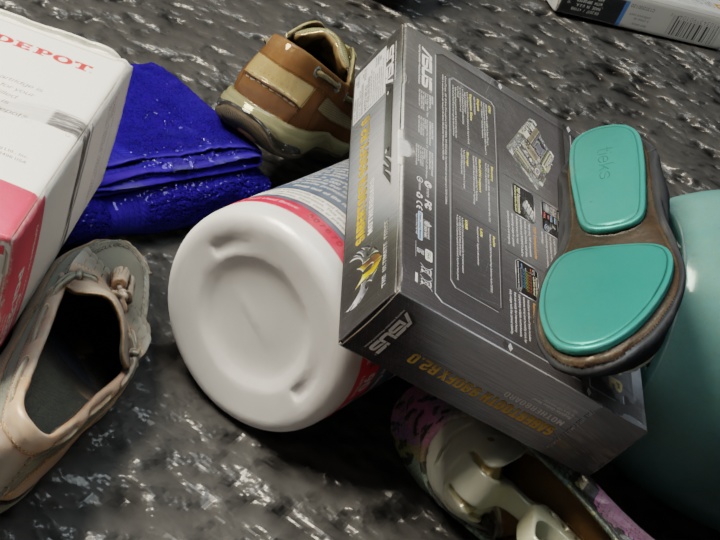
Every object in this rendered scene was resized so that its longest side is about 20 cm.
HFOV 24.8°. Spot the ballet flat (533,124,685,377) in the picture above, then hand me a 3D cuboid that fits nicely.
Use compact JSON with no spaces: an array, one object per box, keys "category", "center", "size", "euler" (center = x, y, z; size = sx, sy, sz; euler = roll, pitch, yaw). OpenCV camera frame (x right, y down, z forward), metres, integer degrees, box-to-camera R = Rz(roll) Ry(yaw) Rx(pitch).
[{"category":"ballet flat","center":[0.123,0.005,0.783],"size":[0.072,0.073,0.201],"euler":[21,35,-5]}]

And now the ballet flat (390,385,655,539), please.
[{"category":"ballet flat","center":[0.087,0.124,0.817],"size":[0.200,0.069,0.071],"euler":[41,16,20]}]

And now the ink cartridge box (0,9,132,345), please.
[{"category":"ink cartridge box","center":[-0.209,-0.054,0.789],"size":[0.144,0.085,0.201],"euler":[19,32,-2]}]

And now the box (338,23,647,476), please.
[{"category":"box","center":[0.068,-0.014,0.839],"size":[0.158,0.048,0.201],"euler":[29,41,-25]}]

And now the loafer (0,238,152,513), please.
[{"category":"loafer","center":[-0.136,0.040,0.784],"size":[0.072,0.063,0.200],"euler":[48,31,-14]}]

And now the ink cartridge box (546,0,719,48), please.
[{"category":"ink cartridge box","center":[0.237,-0.298,1.584],"size":[0.196,0.044,0.201],"euler":[8,37,-26]}]

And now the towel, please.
[{"category":"towel","center":[-0.162,-0.078,0.972],"size":[0.199,0.050,0.148],"euler":[-12,47,-44]}]

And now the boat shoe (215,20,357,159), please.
[{"category":"boat shoe","center":[-0.030,-0.120,1.067],"size":[0.075,0.074,0.200],"euler":[31,13,5]}]

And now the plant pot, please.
[{"category":"plant pot","center":[0.210,0.047,0.884],"size":[0.160,0.202,0.201],"euler":[19,31,-15]}]

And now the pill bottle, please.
[{"category":"pill bottle","center":[0.000,0.000,0.898],"size":[0.119,0.120,0.199],"euler":[37,34,20]}]
